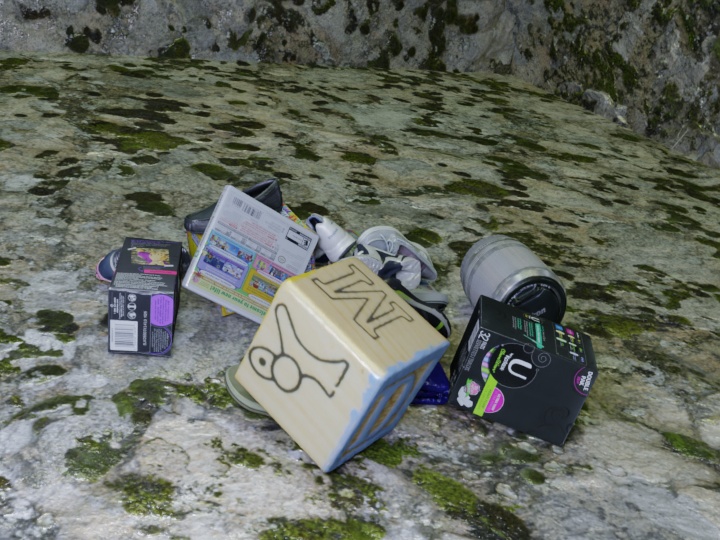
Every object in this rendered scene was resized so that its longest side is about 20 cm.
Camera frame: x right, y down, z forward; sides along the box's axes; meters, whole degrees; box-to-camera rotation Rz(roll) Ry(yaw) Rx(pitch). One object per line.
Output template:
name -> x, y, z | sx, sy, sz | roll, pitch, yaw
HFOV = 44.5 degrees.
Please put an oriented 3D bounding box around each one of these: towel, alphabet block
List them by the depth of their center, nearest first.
alphabet block -> -0.027, 0.128, 1.264 | 0.200, 0.197, 0.195 | 42, 29, 19
towel -> 0.070, 0.153, 1.493 | 0.144, 0.051, 0.201 | 3, 25, -13

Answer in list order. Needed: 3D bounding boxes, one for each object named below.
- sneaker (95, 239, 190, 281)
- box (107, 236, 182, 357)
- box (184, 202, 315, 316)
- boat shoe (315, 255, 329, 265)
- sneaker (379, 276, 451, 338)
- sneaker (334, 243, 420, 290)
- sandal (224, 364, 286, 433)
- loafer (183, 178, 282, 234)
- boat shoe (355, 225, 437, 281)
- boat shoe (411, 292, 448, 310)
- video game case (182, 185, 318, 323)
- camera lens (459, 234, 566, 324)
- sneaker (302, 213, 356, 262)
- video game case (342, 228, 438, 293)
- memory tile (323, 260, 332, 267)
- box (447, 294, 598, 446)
sneaker -> -0.410, -0.015, 1.657 | 0.081, 0.072, 0.198 | -19, -10, 33
box -> -0.359, 0.041, 1.479 | 0.104, 0.125, 0.201 | 5, 24, -9
box -> -0.208, -0.035, 1.656 | 0.189, 0.124, 0.200 | -15, 31, -22
boat shoe -> -0.065, -0.055, 1.878 | 0.197, 0.074, 0.072 | 6, 17, -33
sneaker -> 0.074, 0.088, 1.508 | 0.198, 0.084, 0.071 | 33, -28, -31
sneaker -> 0.000, 0.000, 1.586 | 0.196, 0.081, 0.128 | -11, 15, -38
sandal -> -0.121, 0.189, 1.330 | 0.199, 0.058, 0.079 | 26, 31, 29
loafer -> -0.233, -0.119, 1.608 | 0.198, 0.072, 0.068 | -20, 33, -29
boat shoe -> 0.073, -0.028, 1.713 | 0.200, 0.075, 0.065 | 25, 22, -43
boat shoe -> 0.109, 0.074, 1.659 | 0.067, 0.058, 0.199 | -10, -8, 30
video game case -> -0.185, -0.018, 1.506 | 0.198, 0.185, 0.022 | 29, -10, -33
camera lens -> 0.291, 0.038, 1.690 | 0.156, 0.163, 0.201 | 1, 26, -18
sneaker -> -0.078, -0.071, 1.665 | 0.075, 0.087, 0.199 | -47, 20, -18
video game case -> 0.043, -0.013, 1.763 | 0.180, 0.022, 0.200 | 7, 34, -50
memory tile -> -0.011, 0.045, 1.582 | 0.152, 0.017, 0.200 | 35, 13, -2
box -> 0.256, 0.158, 1.401 | 0.196, 0.151, 0.125 | 21, 24, -1
